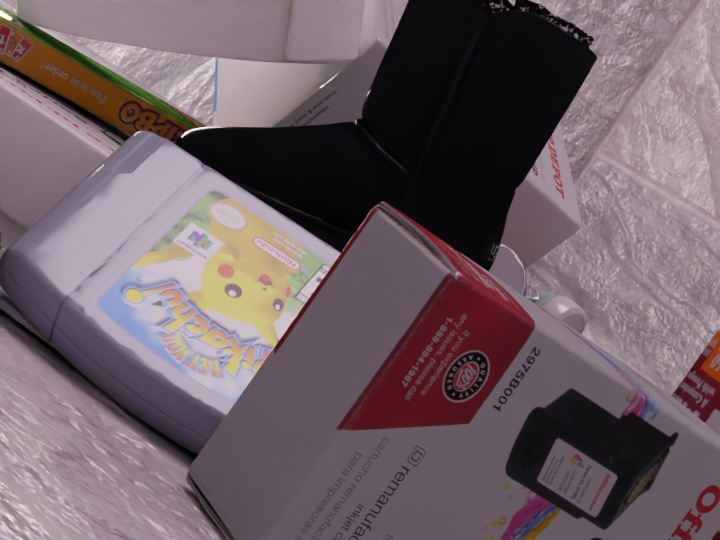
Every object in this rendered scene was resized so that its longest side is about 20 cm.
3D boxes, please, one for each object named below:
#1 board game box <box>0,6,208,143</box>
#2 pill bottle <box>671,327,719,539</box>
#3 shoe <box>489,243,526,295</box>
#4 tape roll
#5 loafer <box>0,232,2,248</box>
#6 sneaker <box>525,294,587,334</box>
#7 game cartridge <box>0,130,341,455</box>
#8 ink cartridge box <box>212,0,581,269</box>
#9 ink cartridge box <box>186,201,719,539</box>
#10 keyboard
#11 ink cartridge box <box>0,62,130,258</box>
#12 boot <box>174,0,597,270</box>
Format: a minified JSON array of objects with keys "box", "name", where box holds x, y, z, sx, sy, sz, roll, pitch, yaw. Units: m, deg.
[{"box":[-0.150,-0.104,1.092,0.200,0.030,0.096,27,6,-17],"name":"board game box"},{"box":[0.198,0.135,1.075,0.109,0.200,0.110,34,4,-3],"name":"pill bottle"},{"box":[0.000,0.000,1.179,0.199,0.072,0.091,20,-30,1],"name":"shoe"},{"box":[-0.094,-0.169,1.094,0.202,0.071,0.202,8,11,-2],"name":"tape roll"},{"box":[-0.230,-0.065,0.909,0.200,0.063,0.072,37,8,36],"name":"loafer"},{"box":[0.084,0.035,1.298,0.118,0.074,0.200,41,-13,7],"name":"sneaker"},{"box":[-0.063,0.024,0.896,0.200,0.133,0.041,33,-42,7],"name":"game cartridge"},{"box":[0.023,-0.087,1.251,0.200,0.146,0.147,39,27,-29],"name":"ink cartridge box"},{"box":[0.052,0.087,0.817,0.200,0.146,0.083,32,6,-32],"name":"ink cartridge box"},{"box":[-0.102,0.060,0.899,0.200,0.011,0.056,35,9,10],"name":"keyboard"},{"box":[-0.168,-0.046,1.055,0.146,0.084,0.200,33,3,-7],"name":"ink cartridge box"},{"box":[0.009,-0.087,1.013,0.200,0.169,0.076,23,-2,16],"name":"boot"}]
